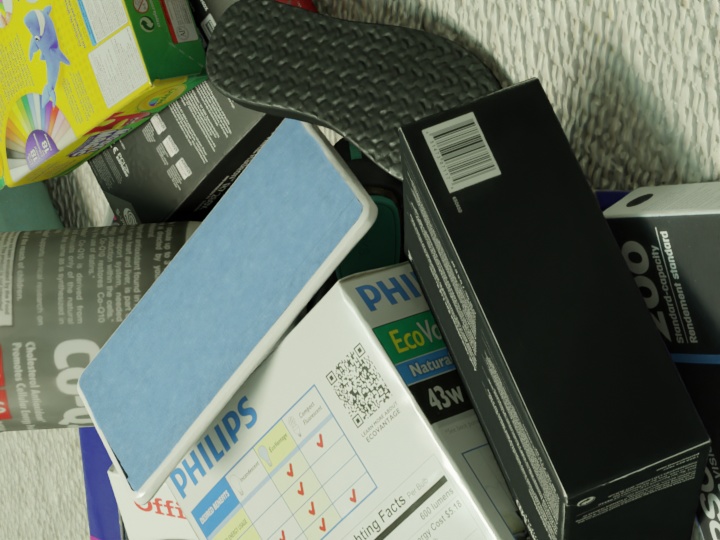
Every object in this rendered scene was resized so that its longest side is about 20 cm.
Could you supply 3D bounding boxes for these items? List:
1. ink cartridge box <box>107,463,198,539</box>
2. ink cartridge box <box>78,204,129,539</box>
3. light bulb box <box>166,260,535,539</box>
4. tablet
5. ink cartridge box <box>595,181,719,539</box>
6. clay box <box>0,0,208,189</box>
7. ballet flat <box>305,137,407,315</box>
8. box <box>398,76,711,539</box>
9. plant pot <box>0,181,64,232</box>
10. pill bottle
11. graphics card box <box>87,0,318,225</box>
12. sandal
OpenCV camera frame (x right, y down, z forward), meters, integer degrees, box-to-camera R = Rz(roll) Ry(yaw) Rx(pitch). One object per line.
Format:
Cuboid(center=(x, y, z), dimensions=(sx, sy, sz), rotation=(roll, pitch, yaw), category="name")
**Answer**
Cuboid(center=(-0.051, 0.182, 1.756), dimensions=(0.144, 0.085, 0.201), rotation=(7, 126, 31), category="ink cartridge box")
Cuboid(center=(-0.151, 0.092, 1.859), dimensions=(0.200, 0.043, 0.197), rotation=(-76, -13, -55), category="ink cartridge box")
Cuboid(center=(0.030, 0.125, 1.546), dimensions=(0.198, 0.124, 0.201), rotation=(-46, 69, 41), category="light bulb box")
Cuboid(center=(-0.073, 0.018, 1.558), dimensions=(0.014, 0.200, 0.130), rotation=(33, -168, -33), category="tablet")
Cuboid(center=(0.178, 0.057, 1.376), dimensions=(0.200, 0.043, 0.199), rotation=(0, 110, 62), category="ink cartridge box")
Cuboid(center=(-0.168, -0.126, 1.683), dimensions=(0.200, 0.047, 0.116), rotation=(-28, 79, 52), category="clay box")
Cuboid(center=(0.000, 0.000, 1.632), dimensions=(0.073, 0.073, 0.201), rotation=(47, 153, 33), category="ballet flat")
Cuboid(center=(0.089, 0.033, 1.404), dimensions=(0.141, 0.078, 0.201), rotation=(91, 157, -66), category="box")
Cuboid(center=(-0.272, 0.007, 1.993), dimensions=(0.197, 0.200, 0.200), rotation=(60, 153, -7), category="plant pot")
Cuboid(center=(-0.132, 0.031, 1.679), dimensions=(0.114, 0.199, 0.115), rotation=(-3, -90, -88), category="pill bottle")
Cuboid(center=(-0.096, -0.111, 1.679), dimensions=(0.200, 0.051, 0.126), rotation=(-44, 71, 47), category="graphics card box")
Cuboid(center=(0.008, -0.094, 1.539), dimensions=(0.200, 0.048, 0.076), rotation=(26, 91, 35), category="sandal")
